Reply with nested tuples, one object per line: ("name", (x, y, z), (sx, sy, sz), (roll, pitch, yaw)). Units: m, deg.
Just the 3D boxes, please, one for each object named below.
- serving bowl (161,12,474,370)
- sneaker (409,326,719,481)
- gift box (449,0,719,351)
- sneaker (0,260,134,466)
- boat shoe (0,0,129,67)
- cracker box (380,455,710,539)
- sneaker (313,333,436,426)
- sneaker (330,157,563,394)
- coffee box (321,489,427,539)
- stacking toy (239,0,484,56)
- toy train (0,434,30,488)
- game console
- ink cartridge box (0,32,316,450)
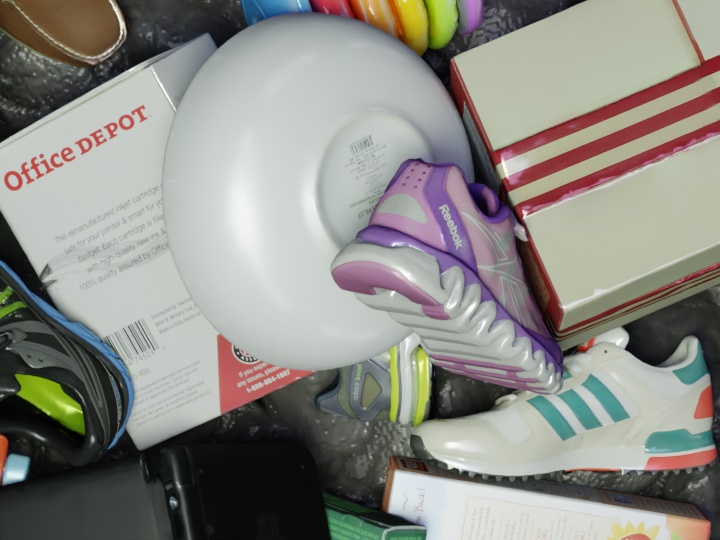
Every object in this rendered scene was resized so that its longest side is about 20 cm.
("serving bowl", (-0.009, -0.044, 1.378), (0.199, 0.066, 0.201), (0, 90, -36))
("sneaker", (0.123, 0.077, 1.514), (0.199, 0.070, 0.094), (0, 91, -17))
("gift box", (0.162, -0.072, 1.449), (0.186, 0.200, 0.185), (-23, 84, -1))
("sneaker", (-0.217, 0.041, 1.419), (0.199, 0.083, 0.071), (35, 119, -13))
("boat shoe", (-0.213, -0.198, 1.461), (0.076, 0.074, 0.200), (-45, 109, -5))
("cracker box", (0.104, 0.198, 1.539), (0.199, 0.058, 0.135), (10, 96, -4))
("sneaker", (0.000, 0.000, 1.508), (0.080, 0.074, 0.201), (-5, 95, 2))
("sneaker", (0.062, 0.003, 1.356), (0.080, 0.200, 0.089), (8, 70, 33))
("coffee box", (-0.032, 0.237, 1.513), (0.123, 0.044, 0.201), (14, 96, 41))
("stacking toy", (0.032, -0.169, 1.486), (0.199, 0.116, 0.110), (-22, 103, -14))
("toy train", (-0.290, 0.107, 1.486), (0.199, 0.150, 0.056), (9, 59, 1))
("game console", (-0.105, 0.209, 1.435), (0.116, 0.175, 0.201), (-22, 74, 41))
("ink cartridge box", (-0.110, -0.017, 1.467), (0.146, 0.083, 0.201), (-25, 98, 31))
